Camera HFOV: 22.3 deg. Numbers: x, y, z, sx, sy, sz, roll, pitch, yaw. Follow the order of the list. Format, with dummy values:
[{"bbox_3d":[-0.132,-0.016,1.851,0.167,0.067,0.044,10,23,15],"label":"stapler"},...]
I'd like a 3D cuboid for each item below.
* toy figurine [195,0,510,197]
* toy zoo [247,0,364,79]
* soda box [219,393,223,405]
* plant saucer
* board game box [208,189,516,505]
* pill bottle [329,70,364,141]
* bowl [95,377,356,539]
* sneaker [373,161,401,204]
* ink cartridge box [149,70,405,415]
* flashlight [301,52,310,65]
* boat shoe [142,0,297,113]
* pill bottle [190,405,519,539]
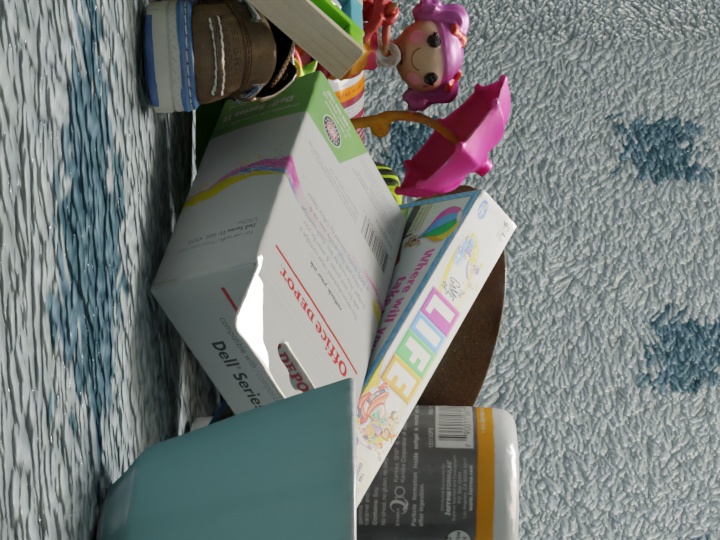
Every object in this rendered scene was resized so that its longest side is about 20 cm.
[{"bbox_3d":[0.004,-0.118,1.129,0.150,0.183,0.201,-146,-121,-70],"label":"toy figurine"},{"bbox_3d":[-0.052,-0.173,0.954,0.020,0.131,0.200,-46,-165,15],"label":"toy zoo"},{"bbox_3d":[-0.062,0.100,1.362,0.064,0.070,0.200,56,-14,22],"label":"soda box"},{"bbox_3d":[0.033,0.035,1.240,0.200,0.034,0.201,-47,-145,48],"label":"plant saucer"},{"bbox_3d":[-0.008,0.046,1.038,0.134,0.034,0.200,-8,-137,52],"label":"board game box"},{"bbox_3d":[-0.052,-0.089,1.534,0.113,0.112,0.201,-91,180,-62],"label":"pill bottle"},{"bbox_3d":[-0.052,0.144,0.750,0.201,0.105,0.202,180,-90,-89],"label":"bowl"},{"bbox_3d":[0.000,0.000,1.207,0.200,0.074,0.084,-88,-175,-58],"label":"sneaker"},{"bbox_3d":[-0.043,0.004,0.966,0.117,0.067,0.200,59,30,-33],"label":"ink cartridge box"},{"bbox_3d":[-0.032,-0.159,1.263,0.068,0.068,0.201,-22,130,-57],"label":"flashlight"},{"bbox_3d":[-0.069,-0.117,0.965,0.200,0.072,0.073,-93,-178,-73],"label":"boat shoe"},{"bbox_3d":[-0.004,0.140,1.127,0.116,0.199,0.117,1,90,-88],"label":"pill bottle"}]
